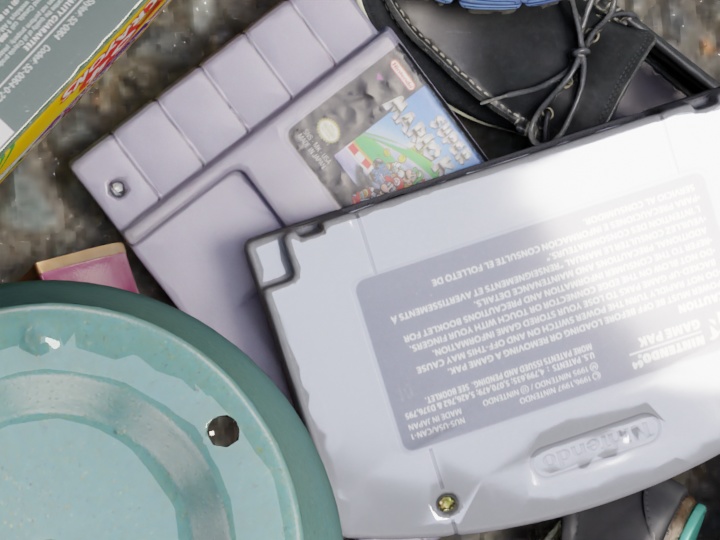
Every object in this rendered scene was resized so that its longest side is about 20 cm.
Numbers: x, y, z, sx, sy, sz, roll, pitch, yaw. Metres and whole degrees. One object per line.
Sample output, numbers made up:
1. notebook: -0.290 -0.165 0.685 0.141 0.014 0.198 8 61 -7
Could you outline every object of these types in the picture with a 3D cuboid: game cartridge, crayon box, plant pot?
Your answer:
1. game cartridge: 0.000 0.000 0.819 0.130 0.038 0.200 -37 97 1
2. game cartridge: 0.070 0.021 0.796 0.200 0.042 0.133 -18 101 -5
3. crayon box: -0.114 -0.080 0.729 0.058 0.173 0.200 43 79 -6
4. plant pot: -0.092 0.089 0.638 0.200 0.188 0.200 2 78 -8

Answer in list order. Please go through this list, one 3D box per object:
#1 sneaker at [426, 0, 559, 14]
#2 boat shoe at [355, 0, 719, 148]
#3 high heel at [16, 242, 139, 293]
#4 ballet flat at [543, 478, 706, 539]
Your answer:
1. sneaker: 0.012 -0.158 0.790 0.200 0.078 0.075 21 67 0
2. boat shoe: 0.085 -0.076 0.840 0.200 0.062 0.075 34 81 -10
3. high heel: -0.157 0.062 0.769 0.200 0.067 0.096 -18 83 -27
4. ballet flat: 0.073 0.169 0.830 0.073 0.073 0.200 18 90 -14
